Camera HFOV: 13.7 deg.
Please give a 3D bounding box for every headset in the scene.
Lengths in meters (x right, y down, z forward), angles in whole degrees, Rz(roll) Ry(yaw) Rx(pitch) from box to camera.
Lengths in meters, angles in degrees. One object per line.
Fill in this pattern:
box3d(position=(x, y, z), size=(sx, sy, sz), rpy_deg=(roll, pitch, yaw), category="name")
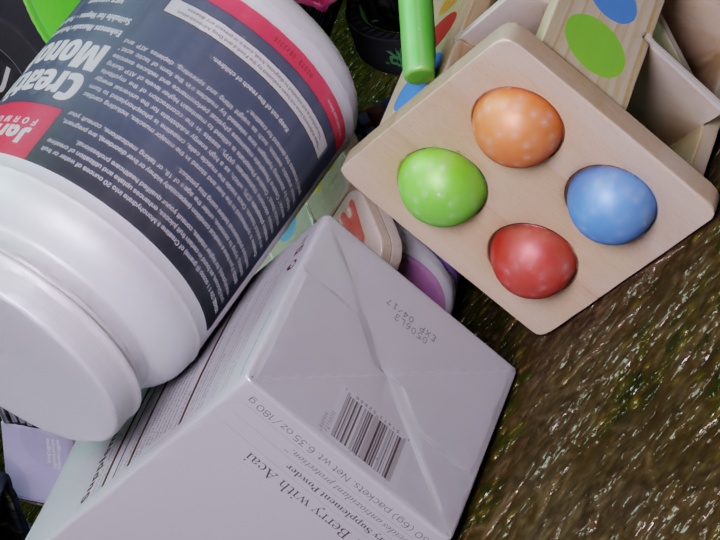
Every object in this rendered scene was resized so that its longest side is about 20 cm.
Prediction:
box3d(position=(0.065, -0.163, 1.723), size=(0.123, 0.094, 0.200), rpy_deg=(-7, 35, 20), category="headset")

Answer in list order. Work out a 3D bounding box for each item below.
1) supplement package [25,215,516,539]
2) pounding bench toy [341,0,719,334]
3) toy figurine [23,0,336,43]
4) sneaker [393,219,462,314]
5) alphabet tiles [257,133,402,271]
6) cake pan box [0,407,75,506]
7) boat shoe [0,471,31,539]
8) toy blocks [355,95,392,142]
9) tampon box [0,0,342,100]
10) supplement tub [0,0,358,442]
box3d(position=(-0.046, 0.093, 1.380), size=(0.200, 0.121, 0.120), rpy_deg=(-40, 17, 40), category="supplement package")
box3d(position=(0.061, -0.096, 1.349), size=(0.124, 0.200, 0.156), rpy_deg=(-38, 20, 42), category="pounding bench toy")
box3d(position=(-0.047, -0.184, 1.519), size=(0.184, 0.150, 0.200), rpy_deg=(-16, -2, -43), category="toy figurine")
box3d(position=(0.000, 0.000, 1.568), size=(0.200, 0.080, 0.088), rpy_deg=(-22, 26, 54), category="sneaker")
box3d(position=(-0.042, 0.023, 1.515), size=(0.200, 0.015, 0.196), rpy_deg=(-56, 41, 36), category="alphabet tiles")
box3d(position=(-0.148, 0.016, 1.730), size=(0.200, 0.052, 0.184), rpy_deg=(-50, -37, -55), category="cake pan box")
box3d(position=(-0.211, 0.172, 1.694), size=(0.200, 0.069, 0.084), rpy_deg=(73, -146, -59), category="boat shoe")
box3d(position=(-0.030, -0.044, 1.673), size=(0.200, 0.100, 0.137), rpy_deg=(-30, 3, -27), category="toy blocks")
box3d(position=(-0.118, -0.148, 1.656), size=(0.200, 0.150, 0.126), rpy_deg=(-43, -16, -40), category="tampon box")
box3d(position=(-0.106, -0.037, 1.360), size=(0.200, 0.140, 0.140), rpy_deg=(-55, 14, -25), category="supplement tub")
